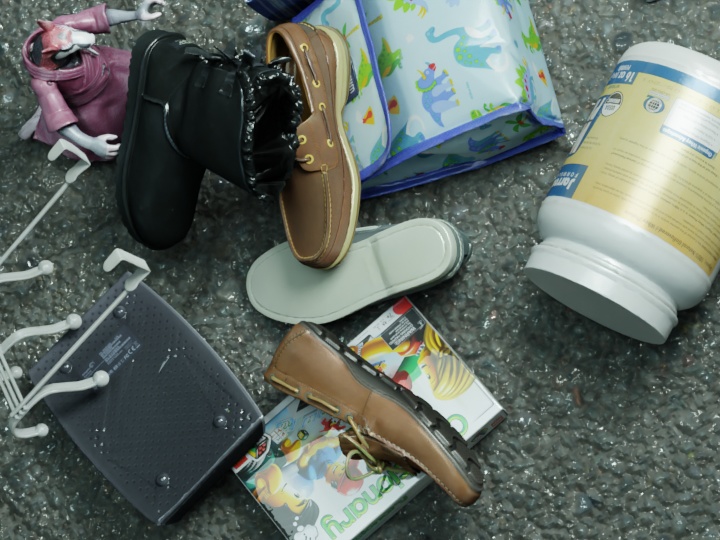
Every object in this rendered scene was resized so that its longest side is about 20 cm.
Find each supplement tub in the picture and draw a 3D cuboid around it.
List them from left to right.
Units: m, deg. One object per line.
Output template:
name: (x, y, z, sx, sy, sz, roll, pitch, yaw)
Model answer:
supplement tub: (0.226, -0.059, 1.474, 0.145, 0.145, 0.200, 26, 82, 19)

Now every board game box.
board game box: (0.002, 0.133, 1.533, 0.200, 0.035, 0.126, -41, 70, 0)

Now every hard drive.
hard drive: (-0.172, 0.106, 1.563, 0.135, 0.042, 0.200, -46, 57, -2)

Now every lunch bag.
lunch bag: (0.043, -0.164, 1.567, 0.200, 0.127, 0.170, -20, 73, 24)

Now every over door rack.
over door rack: (-0.243, 0.019, 1.557, 0.200, 0.067, 0.148, -54, 49, 25)

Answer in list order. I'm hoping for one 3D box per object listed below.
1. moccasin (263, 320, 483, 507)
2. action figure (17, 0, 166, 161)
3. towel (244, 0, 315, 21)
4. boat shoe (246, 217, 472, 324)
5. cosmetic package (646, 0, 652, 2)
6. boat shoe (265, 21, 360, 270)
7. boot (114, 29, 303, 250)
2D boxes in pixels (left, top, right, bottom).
moccasin: (0.009, 0.121, 1.479, 0.201, 0.074, 0.078, 35, 95, 16)
action figure: (-0.235, -0.171, 1.590, 0.149, 0.200, 0.134, 21, 80, 20)
towel: (0.004, -0.257, 1.586, 0.200, 0.145, 0.024, -20, 87, 8)
boat shoe: (0.000, 0.000, 1.558, 0.200, 0.062, 0.073, -14, 86, 30)
cosmetic package: (0.284, -0.340, 1.590, 0.151, 0.052, 0.200, -15, 71, 6)
boat shoe: (-0.048, -0.100, 1.521, 0.072, 0.068, 0.200, -8, 82, 38)
boot: (-0.118, -0.091, 1.510, 0.162, 0.073, 0.199, 24, 117, 42)
